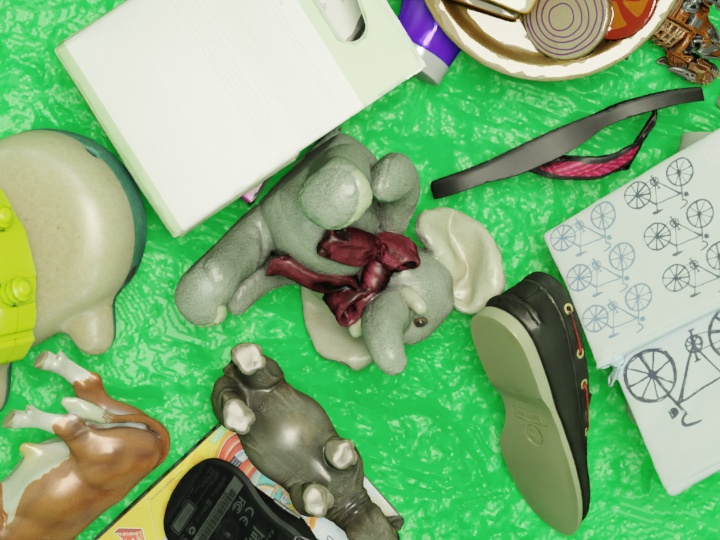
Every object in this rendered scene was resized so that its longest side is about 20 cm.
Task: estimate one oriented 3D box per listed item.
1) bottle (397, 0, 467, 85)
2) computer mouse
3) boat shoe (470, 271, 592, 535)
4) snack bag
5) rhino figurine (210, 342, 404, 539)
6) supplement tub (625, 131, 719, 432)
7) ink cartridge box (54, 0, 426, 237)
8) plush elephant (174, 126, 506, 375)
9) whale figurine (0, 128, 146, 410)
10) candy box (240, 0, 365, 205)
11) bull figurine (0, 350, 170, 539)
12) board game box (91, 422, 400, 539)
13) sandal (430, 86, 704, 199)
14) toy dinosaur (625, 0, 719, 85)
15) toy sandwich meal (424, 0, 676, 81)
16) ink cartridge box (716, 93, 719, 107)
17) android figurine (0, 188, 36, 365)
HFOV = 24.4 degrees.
[{"bbox_3d":[0.081,-0.226,1.145,0.083,0.065,0.202,30,88,-12],"label":"bottle"},{"bbox_3d":[-0.070,0.217,1.071,0.046,0.199,0.142,32,86,-46],"label":"computer mouse"},{"bbox_3d":[0.130,0.094,1.127,0.063,0.073,0.203,-37,127,-28],"label":"boat shoe"},{"bbox_3d":[0.227,0.021,1.048,0.187,0.021,0.202,-30,70,27],"label":"snack bag"},{"bbox_3d":[-0.027,0.132,1.096,0.060,0.087,0.200,-42,93,-9],"label":"rhino figurine"},{"bbox_3d":[0.262,0.016,1.124,0.143,0.145,0.203,8,90,-5],"label":"supplement tub"},{"bbox_3d":[-0.078,-0.135,1.082,0.199,0.048,0.146,-33,93,-3],"label":"ink cartridge box"},{"bbox_3d":[0.000,0.000,1.093,0.164,0.200,0.155,-36,100,26],"label":"plush elephant"},{"bbox_3d":[-0.221,-0.001,1.120,0.158,0.104,0.201,36,111,10],"label":"whale figurine"},{"bbox_3d":[-0.075,-0.165,1.136,0.136,0.061,0.201,34,89,-4],"label":"candy box"},{"bbox_3d":[-0.220,0.150,1.102,0.200,0.065,0.121,-43,118,6],"label":"bull figurine"},{"bbox_3d":[-0.089,0.188,1.154,0.200,0.034,0.135,-43,94,-3],"label":"board game box"},{"bbox_3d":[0.146,-0.078,1.152,0.198,0.075,0.046,-23,90,4],"label":"sandal"},{"bbox_3d":[0.204,-0.221,1.134,0.135,0.103,0.200,-38,132,7],"label":"toy dinosaur"},{"bbox_3d":[0.116,-0.220,1.066,0.202,0.070,0.208,0,94,6],"label":"toy sandwich meal"},{"bbox_3d":[0.330,-0.159,1.099,0.085,0.200,0.149,30,88,-5],"label":"ink cartridge box"},{"bbox_3d":[-0.273,0.010,1.068,0.041,0.199,0.184,-12,88,-46],"label":"android figurine"}]
